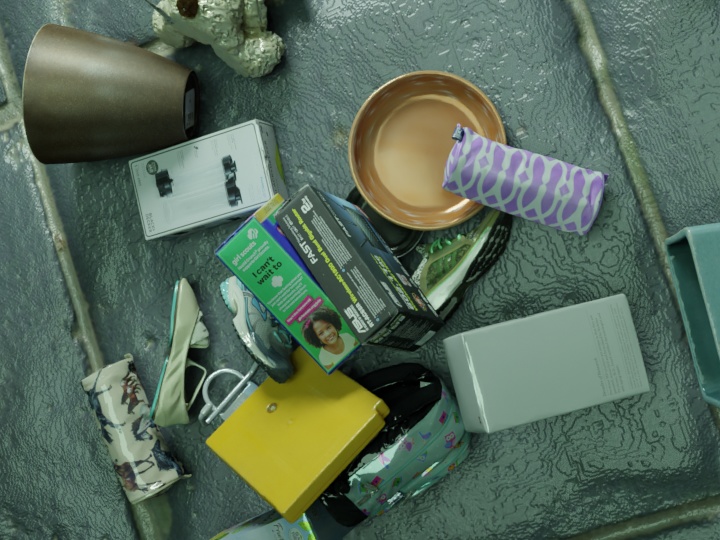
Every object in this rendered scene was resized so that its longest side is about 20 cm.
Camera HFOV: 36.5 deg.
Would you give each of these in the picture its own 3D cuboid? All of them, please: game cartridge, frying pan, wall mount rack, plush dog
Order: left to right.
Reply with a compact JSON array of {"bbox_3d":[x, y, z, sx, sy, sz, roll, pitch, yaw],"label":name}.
[{"bbox_3d":[-0.177,-0.378,1.436,0.199,0.161,0.173,23,74,17],"label":"plush dog"},{"bbox_3d":[-0.112,0.169,1.441,0.199,0.075,0.174,36,70,14],"label":"wall mount rack"},{"bbox_3d":[-0.076,0.192,1.320,0.176,0.033,0.199,-45,37,-13],"label":"game cartridge"},{"bbox_3d":[0.038,-0.105,1.410,0.114,0.031,0.192,9,82,15],"label":"frying pan"}]

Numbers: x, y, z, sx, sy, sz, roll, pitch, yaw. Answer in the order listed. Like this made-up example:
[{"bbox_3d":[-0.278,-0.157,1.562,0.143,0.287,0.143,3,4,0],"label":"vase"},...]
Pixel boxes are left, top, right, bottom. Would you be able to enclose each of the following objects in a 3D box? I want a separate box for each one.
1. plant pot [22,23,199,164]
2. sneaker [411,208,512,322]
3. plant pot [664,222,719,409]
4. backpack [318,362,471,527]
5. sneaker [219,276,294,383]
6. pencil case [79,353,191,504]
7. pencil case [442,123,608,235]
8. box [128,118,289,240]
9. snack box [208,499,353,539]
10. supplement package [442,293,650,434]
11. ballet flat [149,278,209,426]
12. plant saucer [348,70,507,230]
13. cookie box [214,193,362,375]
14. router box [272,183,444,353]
[{"bbox_3d":[-0.323,-0.228,1.469,0.198,0.187,0.189,5,92,4],"label":"plant pot"},{"bbox_3d":[0.109,-0.017,1.368,0.089,0.077,0.200,43,100,22],"label":"sneaker"},{"bbox_3d":[0.463,0.033,1.192,0.198,0.196,0.198,-13,85,7],"label":"plant pot"},{"bbox_3d":[0.034,0.209,1.341,0.199,0.167,0.127,-35,122,2],"label":"backpack"},{"bbox_3d":[-0.118,0.058,1.402,0.086,0.078,0.200,-34,44,2],"label":"sneaker"},{"bbox_3d":[-0.313,0.216,1.503,0.078,0.089,0.201,-34,78,44],"label":"pencil case"},{"bbox_3d":[0.194,-0.108,1.307,0.198,0.086,0.084,21,139,-1],"label":"pencil case"},{"bbox_3d":[-0.203,-0.119,1.475,0.198,0.060,0.118,-16,85,18],"label":"box"},{"bbox_3d":[-0.115,0.345,1.387,0.199,0.169,0.068,-25,86,16],"label":"snack box"},{"bbox_3d":[0.212,0.109,1.269,0.198,0.117,0.119,-13,85,-9],"label":"supplement package"},{"bbox_3d":[-0.238,0.114,1.487,0.069,0.069,0.202,10,87,18],"label":"ballet flat"},{"bbox_3d":[0.084,-0.148,1.372,0.198,0.037,0.202,0,85,5],"label":"plant saucer"},{"bbox_3d":[-0.072,0.011,1.347,0.075,0.171,0.200,-43,96,13],"label":"cookie box"},{"bbox_3d":[0.000,0.000,1.305,0.062,0.150,0.201,-42,68,15],"label":"router box"}]
